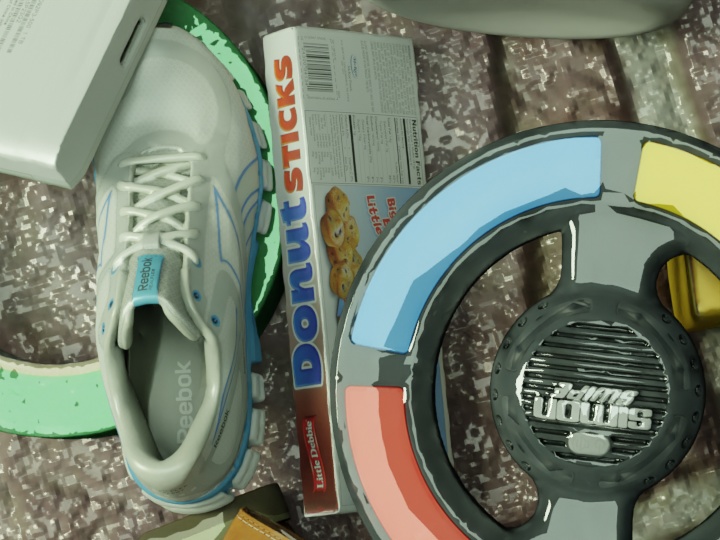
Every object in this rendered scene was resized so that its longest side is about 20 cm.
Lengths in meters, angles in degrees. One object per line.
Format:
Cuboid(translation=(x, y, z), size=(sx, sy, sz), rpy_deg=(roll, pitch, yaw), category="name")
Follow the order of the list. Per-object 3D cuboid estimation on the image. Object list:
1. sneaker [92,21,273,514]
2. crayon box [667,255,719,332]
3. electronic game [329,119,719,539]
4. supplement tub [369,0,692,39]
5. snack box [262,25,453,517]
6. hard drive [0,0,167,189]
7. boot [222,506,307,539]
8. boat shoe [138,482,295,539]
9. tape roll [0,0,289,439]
Cuboid(translation=(-0.074, -0.005, 0.902), size=(0.075, 0.087, 0.201), rpy_deg=(-7, 83, 6), category="sneaker")
Cuboid(translation=(0.194, -0.011, 0.909), size=(0.199, 0.126, 0.052), rpy_deg=(-7, 85, 4), category="crayon box")
Cuboid(translation=(0.087, 0.045, 0.834), size=(0.199, 0.042, 0.201), rpy_deg=(0, 89, 9), category="electronic game")
Cuboid(translation=(0.073, -0.204, 0.924), size=(0.145, 0.145, 0.201), rpy_deg=(5, 86, 5), category="supplement tub")
Cuboid(translation=(0.000, 0.000, 0.952), size=(0.024, 0.072, 0.201), rpy_deg=(-10, 83, 44), category="snack box")
Cuboid(translation=(-0.179, -0.112, 0.946), size=(0.199, 0.026, 0.132), rpy_deg=(13, 68, 26), category="hard drive")
Cuboid(translation=(-0.001, 0.196, 0.861), size=(0.200, 0.077, 0.156), rpy_deg=(27, 86, 15), category="boot")
Cuboid(translation=(-0.113, 0.157, 0.946), size=(0.199, 0.072, 0.068), rpy_deg=(-23, 83, 2), category="boat shoe")
Cuboid(translation=(-0.127, -0.028, 0.975), size=(0.200, 0.048, 0.201), rpy_deg=(0, 86, 5), category="tape roll")
